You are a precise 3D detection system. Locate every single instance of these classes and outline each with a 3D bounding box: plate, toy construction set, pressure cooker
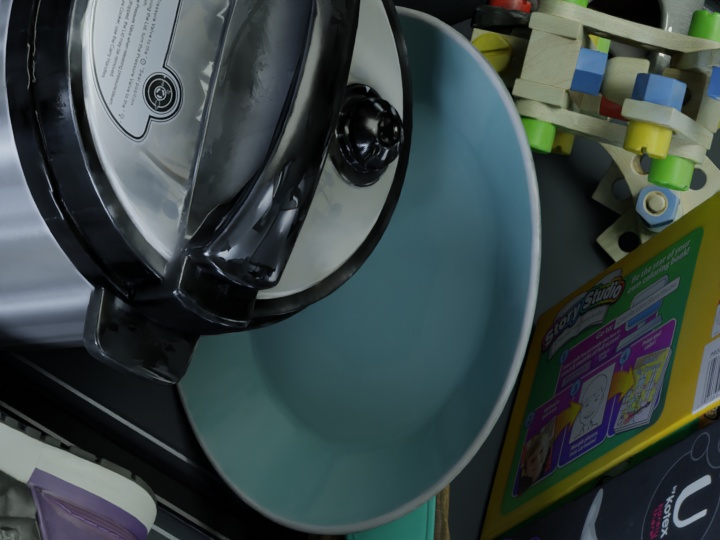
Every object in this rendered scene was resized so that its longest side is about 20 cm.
[{"bbox_3d":[0.000,0.000,1.063,0.026,0.200,0.201,8,63,-44],"label":"plate"},{"bbox_3d":[0.109,-0.067,1.189,0.131,0.200,0.092,13,74,11],"label":"toy construction set"},{"bbox_3d":[-0.078,-0.062,1.013,0.178,0.200,0.176,-30,108,-41],"label":"pressure cooker"}]

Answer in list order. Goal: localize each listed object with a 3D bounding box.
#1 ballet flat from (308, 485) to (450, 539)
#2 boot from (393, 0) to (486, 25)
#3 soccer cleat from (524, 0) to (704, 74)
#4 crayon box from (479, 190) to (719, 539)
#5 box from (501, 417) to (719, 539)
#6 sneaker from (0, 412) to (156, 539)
[{"bbox_3d":[0.004,0.137,1.059,0.068,0.072,0.200,4,41,-4],"label":"ballet flat"},{"bbox_3d":[0.005,-0.094,1.184,0.168,0.076,0.201,-27,95,-46],"label":"boot"},{"bbox_3d":[0.074,-0.160,1.266,0.200,0.070,0.086,33,53,-16],"label":"soccer cleat"},{"bbox_3d":[0.132,0.042,1.123,0.058,0.200,0.119,29,55,-17],"label":"crayon box"},{"bbox_3d":[0.123,0.151,1.063,0.106,0.200,0.123,24,57,-21],"label":"box"},{"bbox_3d":[-0.167,0.086,0.990,0.200,0.076,0.088,25,62,-21],"label":"sneaker"}]
